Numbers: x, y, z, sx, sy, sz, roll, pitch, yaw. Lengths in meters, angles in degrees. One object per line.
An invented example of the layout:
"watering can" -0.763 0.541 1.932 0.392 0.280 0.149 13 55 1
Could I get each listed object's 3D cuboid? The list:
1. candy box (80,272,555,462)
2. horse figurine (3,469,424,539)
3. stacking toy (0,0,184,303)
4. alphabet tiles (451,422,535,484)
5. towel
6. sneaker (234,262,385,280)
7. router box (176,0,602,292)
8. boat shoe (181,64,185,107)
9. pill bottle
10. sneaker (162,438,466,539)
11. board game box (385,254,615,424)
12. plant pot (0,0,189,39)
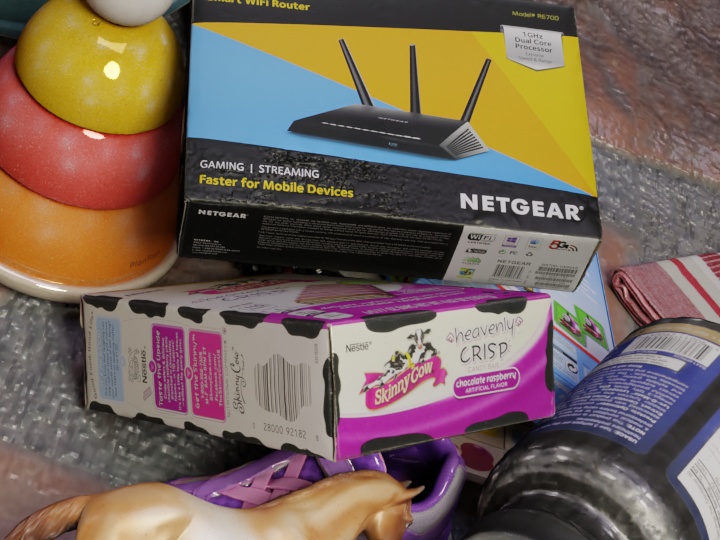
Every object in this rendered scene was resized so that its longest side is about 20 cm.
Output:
"candy box" -0.025 0.039 0.787 0.136 0.062 0.199 -6 6 -41
"horse figurine" -0.073 0.139 0.709 0.198 0.050 0.134 12 86 -15
"stacking toy" -0.134 -0.096 0.853 0.145 0.201 0.147 17 40 -15
"alphabet tiles" 0.140 0.111 0.906 0.198 0.006 0.167 18 27 -2
"towel" 0.271 0.042 1.091 0.199 0.023 0.144 -7 49 -38
"sneaker" 0.000 0.000 0.932 0.093 0.071 0.200 -22 58 -37
"router box" 0.011 -0.071 0.817 0.198 0.051 0.150 5 55 -10
"boat shoe" -0.067 -0.102 0.943 0.071 0.068 0.200 -10 21 -31
"pill bottle" 0.123 0.109 0.777 0.112 0.112 0.200 40 41 14
"sneaker" -0.030 0.109 0.786 0.199 0.089 0.081 -4 51 -32
"board game box" 0.080 0.001 0.953 0.151 0.037 0.201 36 27 -19
"plant pot" -0.179 -0.274 0.977 0.198 0.197 0.201 2 46 -2
